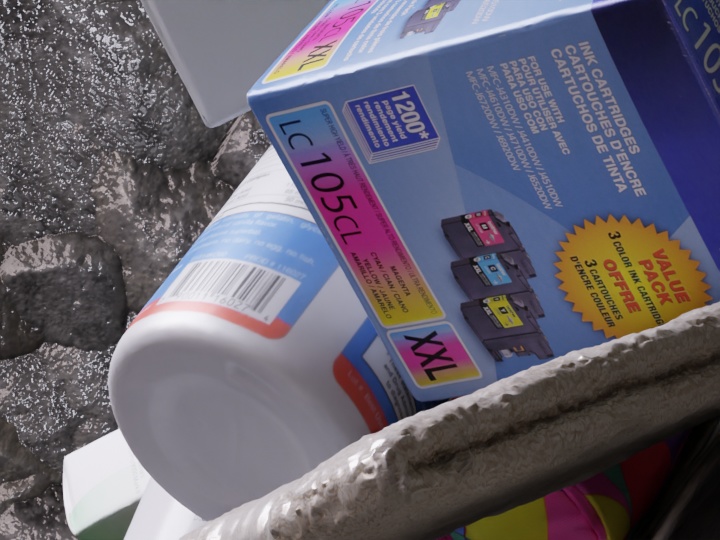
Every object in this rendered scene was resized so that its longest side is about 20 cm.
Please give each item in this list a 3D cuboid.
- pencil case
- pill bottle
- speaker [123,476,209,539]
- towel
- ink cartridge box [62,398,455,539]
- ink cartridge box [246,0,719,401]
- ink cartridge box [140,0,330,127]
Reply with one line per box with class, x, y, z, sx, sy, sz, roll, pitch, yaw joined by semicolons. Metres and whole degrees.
pencil case;0.090;0.034;1.101;0.200;0.088;0.088;-51;-3;-39
pill bottle;0.000;0.000;1.114;0.200;0.112;0.112;-53;-2;-38
speaker;-0.047;0.098;1.150;0.081;0.081;0.201;-55;11;51
towel;0.039;0.055;0.898;0.199;0.035;0.132;-17;-11;-42
ink cartridge box;-0.010;0.090;1.331;0.199;0.161;0.050;-26;54;18
ink cartridge box;0.082;-0.041;0.976;0.199;0.137;0.076;-13;28;36
ink cartridge box;0.002;-0.137;1.208;0.144;0.085;0.200;-25;6;14
